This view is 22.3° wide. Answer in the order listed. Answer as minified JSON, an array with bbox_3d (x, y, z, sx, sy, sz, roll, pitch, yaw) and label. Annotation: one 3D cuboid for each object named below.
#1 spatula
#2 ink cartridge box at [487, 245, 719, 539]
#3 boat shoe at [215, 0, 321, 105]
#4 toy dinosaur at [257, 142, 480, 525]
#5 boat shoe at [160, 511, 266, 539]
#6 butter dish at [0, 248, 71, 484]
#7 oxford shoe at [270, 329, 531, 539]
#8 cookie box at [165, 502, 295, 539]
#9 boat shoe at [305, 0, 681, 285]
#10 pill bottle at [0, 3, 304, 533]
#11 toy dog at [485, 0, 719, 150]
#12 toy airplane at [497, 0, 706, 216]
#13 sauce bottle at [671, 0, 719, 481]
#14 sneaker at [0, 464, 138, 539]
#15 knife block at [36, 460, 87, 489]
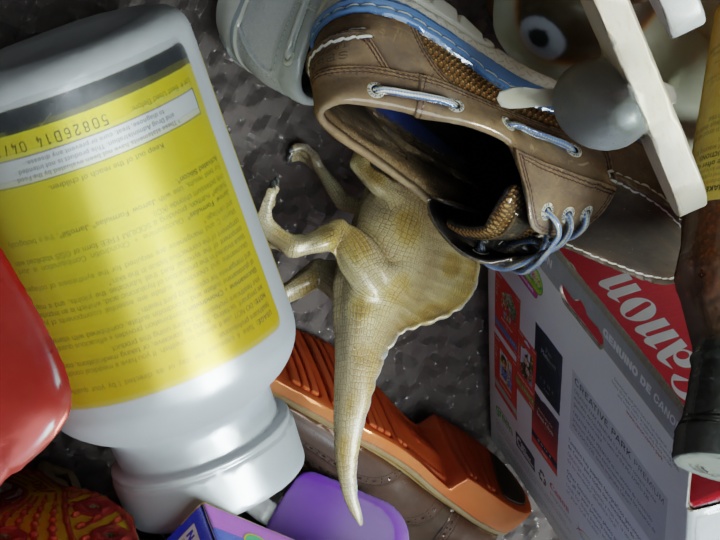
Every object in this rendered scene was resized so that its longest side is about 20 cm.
[{"bbox_3d":[-0.071,0.091,0.825,0.199,0.021,0.057,30,68,-3],"label":"spatula"},{"bbox_3d":[0.133,0.063,0.819,0.084,0.200,0.176,-16,130,-14],"label":"ink cartridge box"},{"bbox_3d":[0.015,-0.158,0.753,0.200,0.069,0.072,-51,143,7],"label":"boat shoe"},{"bbox_3d":[0.000,0.000,0.801,0.101,0.058,0.201,21,72,0],"label":"toy dinosaur"},{"bbox_3d":[-0.029,0.166,0.896,0.070,0.066,0.200,-36,121,-3],"label":"boat shoe"},{"bbox_3d":[-0.214,0.046,0.726,0.199,0.200,0.148,-36,160,1],"label":"butter dish"},{"bbox_3d":[-0.008,0.091,0.871,0.200,0.071,0.073,35,107,-27],"label":"oxford shoe"},{"bbox_3d":[-0.060,0.212,0.775,0.171,0.075,0.200,30,110,-39],"label":"cookie box"},{"bbox_3d":[0.060,-0.037,0.736,0.199,0.073,0.072,28,142,-17],"label":"boat shoe"},{"bbox_3d":[-0.092,0.001,0.747,0.112,0.112,0.201,-22,106,-11],"label":"pill bottle"},{"bbox_3d":[0.156,-0.112,0.805,0.199,0.139,0.195,-1,95,-21],"label":"toy dog"},{"bbox_3d":[0.063,-0.134,0.640,0.141,0.201,0.199,-18,154,24],"label":"toy airplane"},{"bbox_3d":[0.152,-0.021,0.692,0.066,0.066,0.201,24,71,-29],"label":"sauce bottle"},{"bbox_3d":[-0.140,0.127,0.756,0.073,0.200,0.078,-4,100,-27],"label":"sneaker"},{"bbox_3d":[-0.186,0.209,0.855,0.175,0.064,0.201,-19,120,-14],"label":"knife block"}]
